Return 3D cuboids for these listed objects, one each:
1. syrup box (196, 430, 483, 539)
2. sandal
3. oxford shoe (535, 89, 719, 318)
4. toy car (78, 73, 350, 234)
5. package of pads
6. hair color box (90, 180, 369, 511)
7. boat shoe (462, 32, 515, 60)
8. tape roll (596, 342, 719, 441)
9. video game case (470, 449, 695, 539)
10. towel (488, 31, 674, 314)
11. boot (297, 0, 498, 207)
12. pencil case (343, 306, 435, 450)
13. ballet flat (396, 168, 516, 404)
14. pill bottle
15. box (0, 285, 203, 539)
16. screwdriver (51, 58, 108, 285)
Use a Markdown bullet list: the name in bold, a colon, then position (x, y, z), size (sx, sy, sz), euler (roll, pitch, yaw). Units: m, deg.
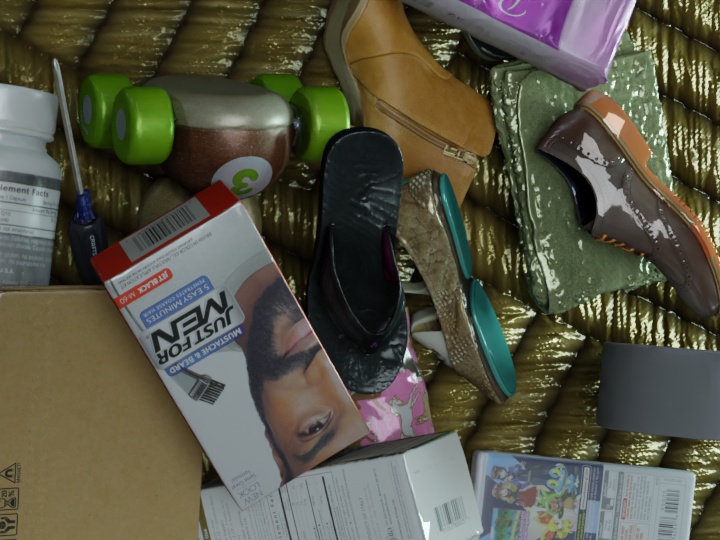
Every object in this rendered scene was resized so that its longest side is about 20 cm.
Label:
- **syrup box**: position (-0.021, 0.175, 1.642), size (0.079, 0.199, 0.082), euler (-16, 91, -57)
- **sandal**: position (-0.001, 0.000, 1.618), size (0.075, 0.048, 0.201), euler (-7, 111, -12)
- **oxford shoe**: position (0.206, -0.036, 1.721), size (0.073, 0.071, 0.200), euler (-38, 97, -14)
- **toy car**: position (-0.111, -0.039, 1.654), size (0.164, 0.158, 0.201), euler (-2, 102, -24)
- **package of pads**: position (0.112, -0.225, 1.672), size (0.199, 0.076, 0.121), euler (24, 83, -16)
- **hair color box**: position (-0.090, 0.053, 1.583), size (0.111, 0.064, 0.200), euler (-32, 114, -5)
- **boat shoe**: position (0.081, -0.255, 1.734), size (0.075, 0.062, 0.201), euler (-20, 95, -14)
- **tape roll**: position (0.279, 0.093, 1.712), size (0.199, 0.200, 0.066), euler (5, 90, -14)
- **video game case**: position (0.165, 0.248, 1.777), size (0.182, 0.023, 0.201), euler (7, 90, -14)
- **towel**: position (0.176, -0.077, 1.758), size (0.148, 0.036, 0.201), euler (-14, 95, -26)
- **boot**: position (0.042, -0.150, 1.729), size (0.144, 0.071, 0.202), euler (16, 90, -19)
- **pencil case**: position (0.009, 0.122, 1.709), size (0.086, 0.083, 0.201), euler (-12, 93, -40)
- **ballet flat**: position (0.061, 0.016, 1.726), size (0.065, 0.071, 0.201), euler (-14, 112, 15)
- **pill bottle**: position (-0.274, -0.032, 1.622), size (0.113, 0.114, 0.201), euler (7, 88, -14)
- **box**: position (-0.186, 0.110, 1.605), size (0.163, 0.021, 0.201), euler (-1, 100, -27)
- **screwdriver**: position (-0.199, -0.069, 1.628), size (0.029, 0.028, 0.200), euler (5, 131, 4)
